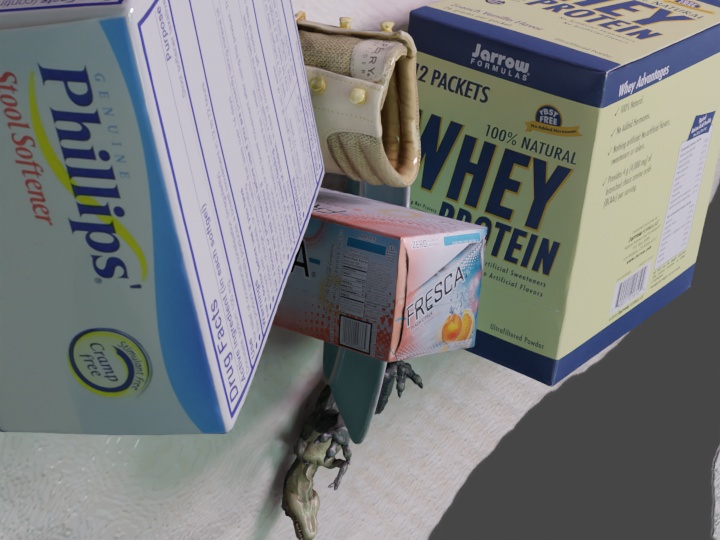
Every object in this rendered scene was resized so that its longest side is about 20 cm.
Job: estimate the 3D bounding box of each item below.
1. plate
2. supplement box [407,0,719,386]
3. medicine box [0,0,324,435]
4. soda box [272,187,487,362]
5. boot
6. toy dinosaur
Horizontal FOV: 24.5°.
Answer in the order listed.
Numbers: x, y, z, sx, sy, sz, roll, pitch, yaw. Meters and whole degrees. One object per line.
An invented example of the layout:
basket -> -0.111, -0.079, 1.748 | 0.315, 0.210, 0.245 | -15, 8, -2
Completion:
plate -> 0.000, 0.000, 0.960 | 0.026, 0.200, 0.200 | 7, 113, -6
supplement box -> 0.127, -0.070, 1.042 | 0.200, 0.134, 0.200 | -28, 132, -49
medicine box -> -0.093, -0.064, 0.672 | 0.200, 0.103, 0.182 | -73, 158, -53
soda box -> -0.032, -0.009, 0.859 | 0.068, 0.200, 0.064 | -7, 108, -47
boot -> -0.055, -0.116, 0.797 | 0.200, 0.155, 0.073 | 72, 35, -46
toy dinosaur -> -0.004, 0.083, 1.063 | 0.047, 0.088, 0.200 | 27, 88, -15
